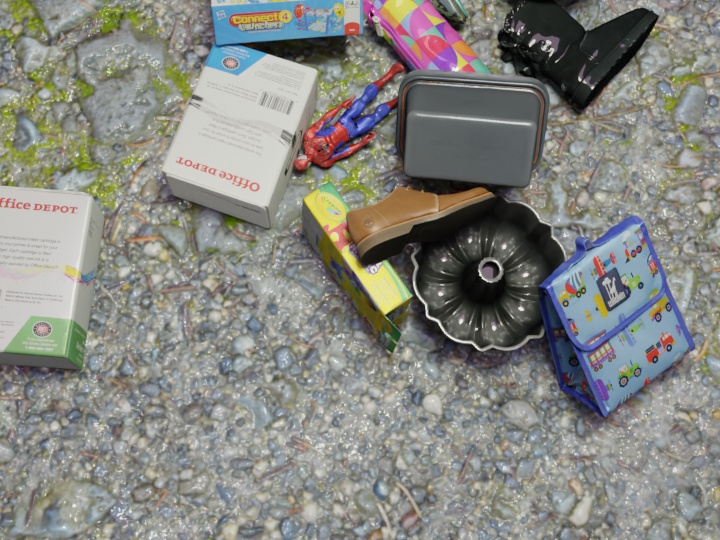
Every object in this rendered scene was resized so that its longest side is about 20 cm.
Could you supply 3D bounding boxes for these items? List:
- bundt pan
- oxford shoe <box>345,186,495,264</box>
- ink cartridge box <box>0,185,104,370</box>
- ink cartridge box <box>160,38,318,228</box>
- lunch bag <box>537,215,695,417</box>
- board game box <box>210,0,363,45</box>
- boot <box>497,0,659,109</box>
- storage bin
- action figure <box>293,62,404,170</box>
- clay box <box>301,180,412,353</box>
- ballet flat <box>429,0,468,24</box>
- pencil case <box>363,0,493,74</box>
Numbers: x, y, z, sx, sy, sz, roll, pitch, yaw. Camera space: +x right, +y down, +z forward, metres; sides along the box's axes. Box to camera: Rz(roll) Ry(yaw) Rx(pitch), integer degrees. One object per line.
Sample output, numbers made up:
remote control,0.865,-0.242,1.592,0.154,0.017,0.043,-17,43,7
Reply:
bundt pan,0.156,0.010,1.126,0.198,0.076,0.206,1,73,-4
oxford shoe,0.073,-0.073,1.057,0.197,0.072,0.072,-17,66,-27
ink cartridge box,-0.402,0.009,1.092,0.142,0.084,0.204,5,73,-2
ink cartridge box,-0.152,-0.177,1.162,0.143,0.084,0.203,18,73,3
lunch bag,0.291,0.042,1.064,0.149,0.094,0.202,-33,117,-13
board game box,-0.102,-0.387,1.201,0.192,0.056,0.202,-6,47,-5
boot,0.298,-0.332,1.245,0.162,0.074,0.198,41,74,15
storage bin,0.135,-0.160,1.120,0.196,0.135,0.148,6,115,7
action figure,-0.011,-0.197,1.189,0.199,0.052,0.066,-40,114,-12
clay box,0.000,0.000,1.101,0.047,0.115,0.201,-34,78,-13
ballet flat,0.082,-0.417,1.266,0.073,0.074,0.203,-23,74,-10
pencil case,0.089,-0.302,1.213,0.088,0.089,0.200,-40,80,-14
